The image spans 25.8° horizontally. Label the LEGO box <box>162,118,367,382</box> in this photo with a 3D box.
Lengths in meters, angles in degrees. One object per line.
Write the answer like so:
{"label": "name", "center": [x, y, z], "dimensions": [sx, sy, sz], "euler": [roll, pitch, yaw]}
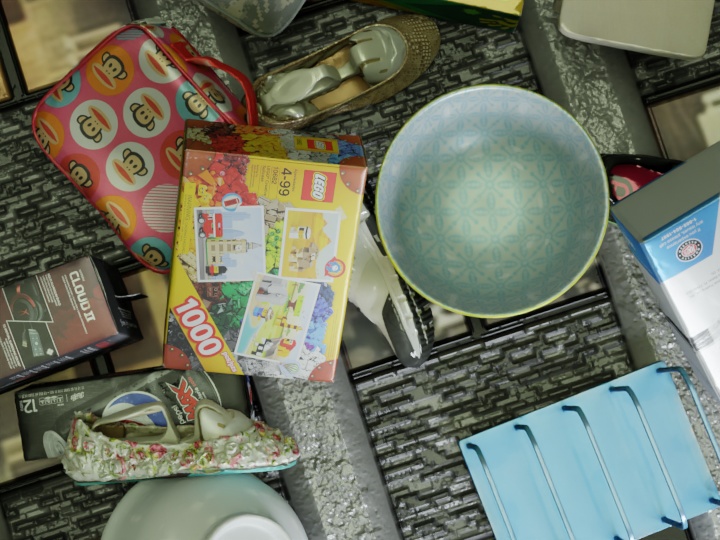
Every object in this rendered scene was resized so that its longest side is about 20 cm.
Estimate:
{"label": "LEGO box", "center": [-0.083, -0.016, 1.315], "dimensions": [0.149, 0.077, 0.200], "euler": [5, 116, -7]}

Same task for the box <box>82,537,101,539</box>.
{"label": "box", "center": [-0.286, 0.280, 1.358], "dimensions": [0.200, 0.095, 0.078], "euler": [-8, 84, -2]}

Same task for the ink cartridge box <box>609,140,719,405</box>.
{"label": "ink cartridge box", "center": [0.323, 0.001, 1.339], "dimensions": [0.145, 0.084, 0.200], "euler": [-31, 117, 2]}

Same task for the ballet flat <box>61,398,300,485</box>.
{"label": "ballet flat", "center": [-0.151, 0.140, 1.312], "dimensions": [0.200, 0.076, 0.064], "euler": [-4, 101, -5]}

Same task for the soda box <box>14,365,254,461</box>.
{"label": "soda box", "center": [-0.196, 0.119, 1.381], "dimensions": [0.200, 0.071, 0.063], "euler": [-9, 91, -1]}

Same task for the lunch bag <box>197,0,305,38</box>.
{"label": "lunch bag", "center": [-0.102, -0.327, 1.371], "dimensions": [0.200, 0.139, 0.168], "euler": [-56, 45, 6]}

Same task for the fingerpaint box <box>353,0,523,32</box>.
{"label": "fingerpaint box", "center": [0.080, -0.332, 1.419], "dimensions": [0.167, 0.073, 0.200], "euler": [11, 85, 0]}

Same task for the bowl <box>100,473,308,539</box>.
{"label": "bowl", "center": [-0.113, 0.253, 1.314], "dimensions": [0.201, 0.090, 0.201], "euler": [9, 74, -32]}

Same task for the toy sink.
{"label": "toy sink", "center": [0.246, -0.276, 1.396], "dimensions": [0.130, 0.112, 0.200], "euler": [10, 80, 1]}

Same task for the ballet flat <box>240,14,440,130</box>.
{"label": "ballet flat", "center": [-0.017, -0.175, 1.409], "dimensions": [0.200, 0.065, 0.071], "euler": [-29, 83, -3]}

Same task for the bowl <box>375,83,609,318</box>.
{"label": "bowl", "center": [0.110, -0.055, 1.378], "dimensions": [0.200, 0.108, 0.200], "euler": [0, 85, -1]}

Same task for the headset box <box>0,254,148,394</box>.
{"label": "headset box", "center": [-0.280, 0.052, 1.349], "dimensions": [0.200, 0.149, 0.075], "euler": [-21, 86, -2]}

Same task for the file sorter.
{"label": "file sorter", "center": [0.204, 0.176, 1.352], "dimensions": [0.200, 0.123, 0.139], "euler": [-21, 85, -1]}

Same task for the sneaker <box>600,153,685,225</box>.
{"label": "sneaker", "center": [0.287, -0.054, 1.389], "dimensions": [0.200, 0.084, 0.077], "euler": [13, 86, -1]}

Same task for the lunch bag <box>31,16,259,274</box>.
{"label": "lunch bag", "center": [-0.168, -0.117, 1.374], "dimensions": [0.176, 0.082, 0.200], "euler": [-40, 90, 17]}

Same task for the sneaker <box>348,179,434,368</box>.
{"label": "sneaker", "center": [0.000, 0.000, 1.401], "dimensions": [0.080, 0.074, 0.200], "euler": [-28, 81, 12]}
